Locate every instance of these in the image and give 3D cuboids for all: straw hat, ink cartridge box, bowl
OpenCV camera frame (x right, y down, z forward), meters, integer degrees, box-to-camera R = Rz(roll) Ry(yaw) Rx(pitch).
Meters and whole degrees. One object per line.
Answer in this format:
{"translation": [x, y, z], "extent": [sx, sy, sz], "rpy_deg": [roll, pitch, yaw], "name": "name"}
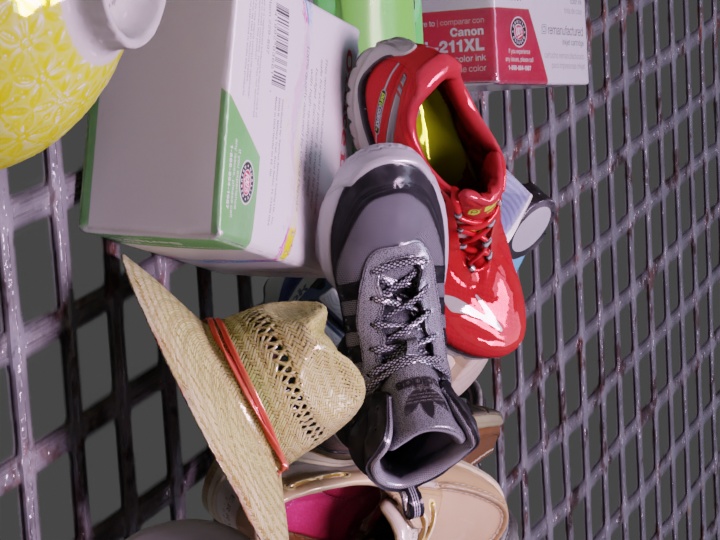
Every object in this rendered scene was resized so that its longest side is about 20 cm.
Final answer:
{"translation": [-0.045, 0.058, 1.557], "extent": [0.202, 0.085, 0.201], "rpy_deg": [64, -1, 2], "name": "straw hat"}
{"translation": [0.077, -0.217, 1.898], "extent": [0.145, 0.082, 0.202], "rpy_deg": [-6, 94, -61], "name": "ink cartridge box"}
{"translation": [-0.150, -0.140, 1.342], "extent": [0.200, 0.107, 0.202], "rpy_deg": [0, 90, -71], "name": "bowl"}
{"translation": [-0.071, -0.078, 1.603], "extent": [0.200, 0.087, 0.146], "rpy_deg": [16, 77, -69], "name": "ink cartridge box"}

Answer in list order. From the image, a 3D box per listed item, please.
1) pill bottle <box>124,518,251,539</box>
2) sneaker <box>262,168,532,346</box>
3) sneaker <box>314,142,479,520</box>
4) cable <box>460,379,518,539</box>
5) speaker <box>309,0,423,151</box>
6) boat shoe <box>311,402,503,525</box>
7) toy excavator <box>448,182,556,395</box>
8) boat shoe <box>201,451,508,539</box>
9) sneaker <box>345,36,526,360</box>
{"translation": [-0.072, 0.229, 1.575], "extent": [0.200, 0.111, 0.113], "rpy_deg": [67, 30, -49], "name": "pill bottle"}
{"translation": [0.000, 0.001, 1.753], "extent": [0.081, 0.115, 0.200], "rpy_deg": [47, 73, -18], "name": "sneaker"}
{"translation": [0.025, 0.037, 1.602], "extent": [0.114, 0.075, 0.201], "rpy_deg": [-119, -155, -53], "name": "sneaker"}
{"translation": [0.065, 0.135, 1.999], "extent": [0.201, 0.097, 0.050], "rpy_deg": [-77, 148, -41], "name": "cable"}
{"translation": [-0.007, -0.167, 1.789], "extent": [0.088, 0.088, 0.202], "rpy_deg": [-34, 122, -67], "name": "speaker"}
{"translation": [0.022, 0.119, 1.830], "extent": [0.200, 0.075, 0.074], "rpy_deg": [-6, 104, -59], "name": "boat shoe"}
{"translation": [0.045, 0.006, 1.942], "extent": [0.194, 0.100, 0.201], "rpy_deg": [-12, 136, -54], "name": "toy excavator"}
{"translation": [0.006, 0.146, 1.710], "extent": [0.199, 0.069, 0.074], "rpy_deg": [6, 113, -30], "name": "boat shoe"}
{"translation": [0.051, -0.034, 1.659], "extent": [0.077, 0.085, 0.201], "rpy_deg": [-33, 114, -27], "name": "sneaker"}
